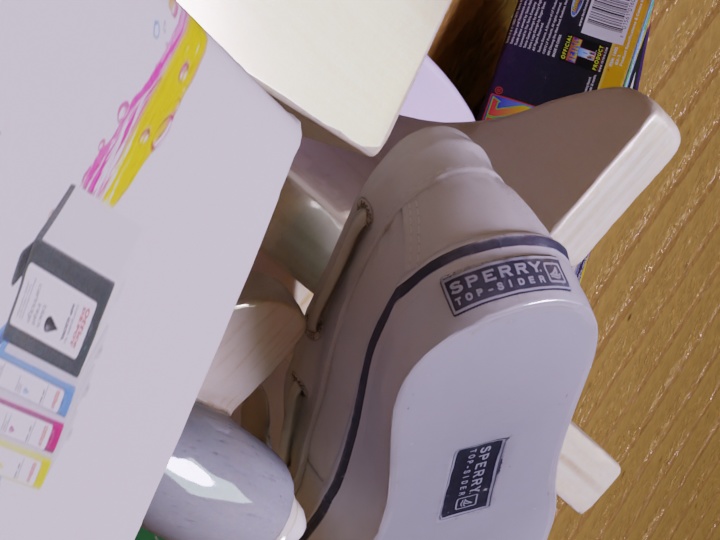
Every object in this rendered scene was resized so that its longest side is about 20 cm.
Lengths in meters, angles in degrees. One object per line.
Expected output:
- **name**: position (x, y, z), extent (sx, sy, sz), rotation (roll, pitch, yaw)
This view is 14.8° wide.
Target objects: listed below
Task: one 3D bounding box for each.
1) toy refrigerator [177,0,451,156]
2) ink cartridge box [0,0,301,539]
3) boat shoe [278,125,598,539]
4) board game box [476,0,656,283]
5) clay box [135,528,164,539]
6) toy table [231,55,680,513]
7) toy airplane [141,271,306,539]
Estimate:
- **toy refrigerator**: position (-0.064, -0.102, 0.569), extent (0.200, 0.070, 0.076), rotation (29, 83, -43)
- **ink cartridge box**: position (-0.122, -0.013, 0.503), extent (0.145, 0.147, 0.200), rotation (-65, 163, -5)
- **boat shoe**: position (0.009, 0.039, 0.720), extent (0.072, 0.066, 0.200), rotation (-15, 150, -15)
- **board game box**: position (0.065, -0.008, 1.149), extent (0.165, 0.056, 0.201), rotation (94, 15, -67)
- **clay box**: position (-0.025, 0.014, 0.997), extent (0.200, 0.047, 0.115), rotation (-39, 148, -56)
- **toy table**: position (0.000, 0.000, 0.819), extent (0.200, 0.117, 0.184), rotation (23, 105, -46)
- **toy airplane**: position (-0.107, 0.097, 0.693), extent (0.199, 0.141, 0.200), rotation (-27, 158, -33)
